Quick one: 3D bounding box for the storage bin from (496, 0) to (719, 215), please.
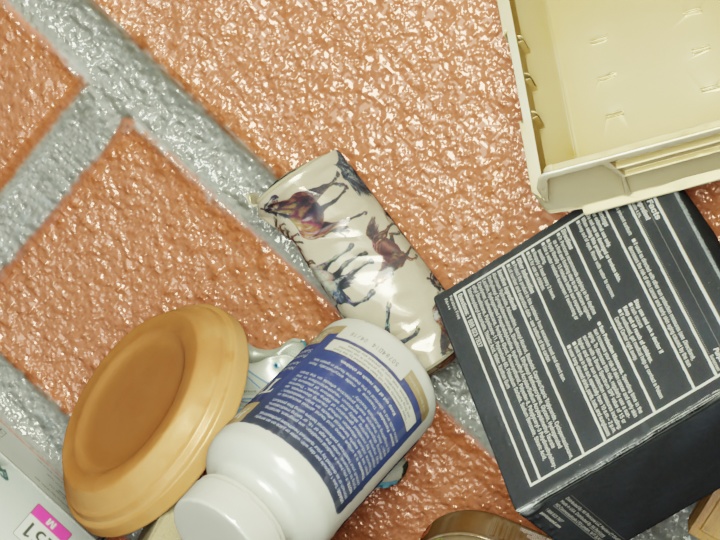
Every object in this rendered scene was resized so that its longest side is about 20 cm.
[{"bbox_3d":[0.197,-0.161,1.157,0.197,0.094,0.202,-14,68,15],"label":"storage bin"}]

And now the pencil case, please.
[{"bbox_3d":[0.000,0.000,1.297,0.089,0.078,0.201,-36,94,4],"label":"pencil case"}]

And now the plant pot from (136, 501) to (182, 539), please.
[{"bbox_3d":[-0.109,0.276,1.293,0.199,0.177,0.201,24,64,5],"label":"plant pot"}]

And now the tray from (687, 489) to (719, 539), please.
[{"bbox_3d":[0.342,0.139,1.279,0.098,0.037,0.201,29,107,4],"label":"tray"}]

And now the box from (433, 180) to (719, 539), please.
[{"bbox_3d":[0.187,0.066,1.195,0.198,0.201,0.123,-33,139,16],"label":"box"}]

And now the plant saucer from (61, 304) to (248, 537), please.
[{"bbox_3d":[-0.168,0.109,1.303,0.200,0.201,0.037,-41,122,19],"label":"plant saucer"}]

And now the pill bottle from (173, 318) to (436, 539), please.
[{"bbox_3d":[-0.042,0.134,1.220,0.110,0.200,0.112,26,139,25],"label":"pill bottle"}]

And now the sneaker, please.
[{"bbox_3d":[-0.047,0.104,1.339,0.199,0.075,0.087,26,102,5],"label":"sneaker"}]

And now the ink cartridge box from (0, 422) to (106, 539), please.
[{"bbox_3d":[-0.341,0.218,1.447,0.200,0.044,0.174,43,107,-1],"label":"ink cartridge box"}]

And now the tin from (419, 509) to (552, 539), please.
[{"bbox_3d":[0.136,0.258,1.338,0.199,0.042,0.112,23,132,6],"label":"tin"}]
